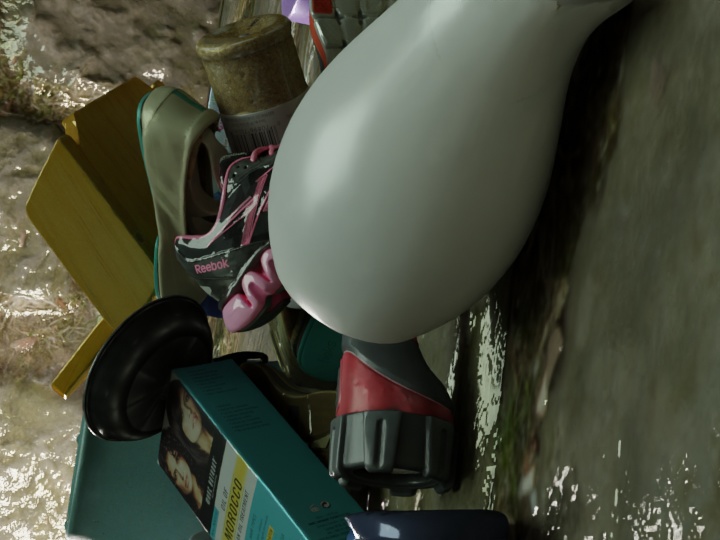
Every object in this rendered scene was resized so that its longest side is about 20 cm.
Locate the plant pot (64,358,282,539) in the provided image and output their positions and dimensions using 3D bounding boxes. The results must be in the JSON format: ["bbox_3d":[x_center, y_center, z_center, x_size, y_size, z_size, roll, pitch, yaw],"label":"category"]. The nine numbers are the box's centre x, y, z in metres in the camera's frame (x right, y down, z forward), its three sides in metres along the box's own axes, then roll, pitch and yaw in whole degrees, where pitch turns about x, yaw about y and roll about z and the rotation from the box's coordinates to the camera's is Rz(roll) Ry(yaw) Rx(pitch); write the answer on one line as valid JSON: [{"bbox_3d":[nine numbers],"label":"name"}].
[{"bbox_3d":[-0.136,0.159,1.023,0.200,0.187,0.201,-171,90,-79],"label":"plant pot"}]

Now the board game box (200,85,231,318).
[{"bbox_3d":[-0.089,-0.059,1.072,0.200,0.043,0.200,16,-97,-78],"label":"board game box"}]

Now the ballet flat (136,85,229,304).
[{"bbox_3d":[-0.115,-0.037,0.895,0.070,0.069,0.200,-94,2,-48],"label":"ballet flat"}]

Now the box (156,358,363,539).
[{"bbox_3d":[-0.064,0.146,0.821,0.200,0.049,0.083,42,128,44],"label":"box"}]

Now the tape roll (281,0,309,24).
[{"bbox_3d":[-0.019,-0.317,1.131,0.200,0.065,0.201,-172,90,-78],"label":"tape roll"}]

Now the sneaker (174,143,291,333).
[{"bbox_3d":[-0.046,-0.058,0.823,0.200,0.095,0.079,-50,-12,8],"label":"sneaker"}]

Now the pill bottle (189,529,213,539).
[{"bbox_3d":[-0.091,0.291,0.887,0.113,0.113,0.201,-146,65,-77],"label":"pill bottle"}]

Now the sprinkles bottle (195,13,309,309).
[{"bbox_3d":[-0.053,-0.074,0.886,0.068,0.068,0.201,-109,3,-66],"label":"sprinkles bottle"}]

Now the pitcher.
[{"bbox_3d":[0.041,-0.079,0.586,0.200,0.121,0.172,-61,4,31],"label":"pitcher"}]

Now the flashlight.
[{"bbox_3d":[0.024,0.015,0.671,0.068,0.068,0.201,-16,60,45],"label":"flashlight"}]

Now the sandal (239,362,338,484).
[{"bbox_3d":[-0.034,0.109,0.874,0.200,0.054,0.081,2,84,57],"label":"sandal"}]

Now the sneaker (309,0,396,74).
[{"bbox_3d":[-0.006,-0.149,0.924,0.082,0.077,0.201,106,168,-58],"label":"sneaker"}]

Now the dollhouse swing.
[{"bbox_3d":[-0.218,-0.027,1.061,0.176,0.182,0.200,-31,11,24],"label":"dollhouse swing"}]

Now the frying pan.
[{"bbox_3d":[-0.129,0.085,0.909,0.115,0.031,0.190,-55,-31,-7],"label":"frying pan"}]

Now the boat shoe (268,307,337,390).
[{"bbox_3d":[-0.048,0.022,0.988,0.200,0.073,0.063,-98,21,-50],"label":"boat shoe"}]

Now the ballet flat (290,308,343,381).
[{"bbox_3d":[0.000,0.000,0.813,0.200,0.070,0.071,116,159,-54],"label":"ballet flat"}]

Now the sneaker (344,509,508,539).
[{"bbox_3d":[0.022,0.158,0.572,0.200,0.074,0.083,106,167,-61],"label":"sneaker"}]
